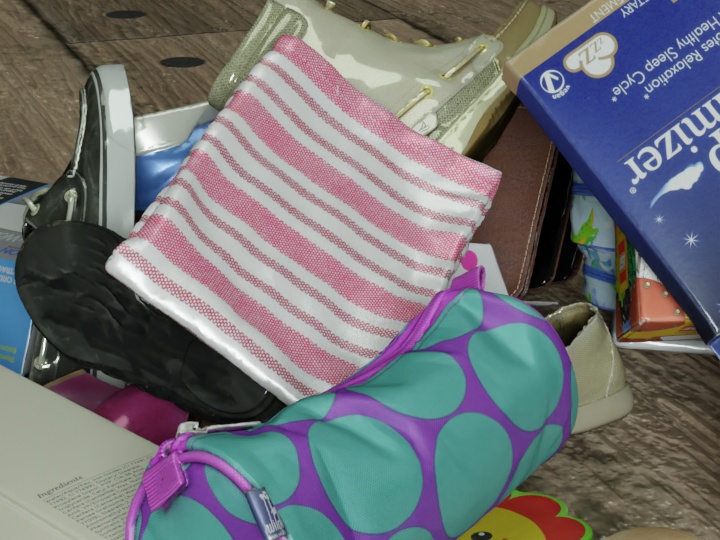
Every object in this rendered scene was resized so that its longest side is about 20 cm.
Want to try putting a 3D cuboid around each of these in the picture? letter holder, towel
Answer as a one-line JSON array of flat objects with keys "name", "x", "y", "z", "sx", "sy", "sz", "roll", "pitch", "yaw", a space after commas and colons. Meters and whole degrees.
[{"name": "letter holder", "x": 0.038, "y": -0.028, "z": 1.020, "sx": 0.198, "sy": 0.144, "sz": 0.101, "roll": 6, "pitch": -21, "yaw": 25}, {"name": "towel", "x": -0.020, "y": -0.024, "z": 0.761, "sx": 0.145, "sy": 0.030, "sz": 0.201, "roll": 33, "pitch": 45, "yaw": -3}]

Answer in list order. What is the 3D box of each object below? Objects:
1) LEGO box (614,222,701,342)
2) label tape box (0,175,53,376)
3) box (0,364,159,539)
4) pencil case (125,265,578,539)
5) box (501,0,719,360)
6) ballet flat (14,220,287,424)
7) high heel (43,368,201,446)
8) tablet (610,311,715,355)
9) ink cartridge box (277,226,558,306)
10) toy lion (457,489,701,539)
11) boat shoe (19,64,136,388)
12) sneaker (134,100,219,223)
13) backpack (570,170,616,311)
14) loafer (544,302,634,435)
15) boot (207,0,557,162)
[{"name": "LEGO box", "x": 0.231, "y": -0.044, "z": 0.813, "sx": 0.197, "sy": 0.151, "sz": 0.077, "roll": -2, "pitch": -9, "yaw": 0}, {"name": "label tape box", "x": -0.228, "y": 0.005, "z": 0.966, "sx": 0.143, "sy": 0.064, "sz": 0.200, "roll": 10, "pitch": 23, "yaw": 24}, {"name": "box", "x": -0.143, "y": 0.107, "z": 0.699, "sx": 0.199, "sy": 0.069, "sz": 0.082, "roll": 20, "pitch": 28, "yaw": 41}, {"name": "pencil case", "x": 0.003, "y": 0.074, "z": 0.626, "sx": 0.085, "sy": 0.093, "sz": 0.199, "roll": -24, "pitch": 1, "yaw": 43}, {"name": "box", "x": 0.175, "y": -0.054, "z": 0.756, "sx": 0.121, "sy": 0.201, "sz": 0.032, "roll": -35, "pitch": -10, "yaw": -7}, {"name": "ballet flat", "x": -0.103, "y": 0.031, "z": 0.784, "sx": 0.199, "sy": 0.067, "sz": 0.057, "roll": 28, "pitch": -3, "yaw": 33}, {"name": "high heel", "x": -0.074, "y": 0.061, "z": 0.829, "sx": 0.095, "sy": 0.068, "sz": 0.199, "roll": 24, "pitch": 28, "yaw": 33}, {"name": "tablet", "x": 0.258, "y": 0.030, "z": 0.985, "sx": 0.197, "sy": 0.014, "sz": 0.130, "roll": 5, "pitch": 21, "yaw": 9}, {"name": "ink cartridge box", "x": 0.000, "y": 0.000, "z": 0.843, "sx": 0.198, "sy": 0.038, "sz": 0.094, "roll": 7, "pitch": -6, "yaw": -28}, {"name": "toy lion", "x": 0.031, "y": 0.143, "z": 0.635, "sx": 0.190, "sy": 0.070, "sz": 0.199, "roll": 10, "pitch": 22, "yaw": 41}, {"name": "boat shoe", "x": -0.159, "y": -0.023, "z": 0.878, "sx": 0.063, "sy": 0.203, "sz": 0.071, "roll": 3, "pitch": -18, "yaw": -10}, {"name": "sneaker", "x": -0.054, "y": -0.060, "z": 0.978, "sx": 0.198, "sy": 0.113, "sz": 0.077, "roll": -17, "pitch": 6, "yaw": -13}, {"name": "backpack", "x": 0.206, "y": -0.035, "z": 0.948, "sx": 0.161, "sy": 0.156, "sz": 0.200, "roll": 12, "pitch": -7, "yaw": 28}, {"name": "loafer", "x": 0.065, "y": 0.060, "z": 0.795, "sx": 0.075, "sy": 0.069, "sz": 0.199, "roll": -9, "pitch": 2, "yaw": 41}, {"name": "boot", "x": 0.018, "y": -0.123, "z": 0.919, "sx": 0.154, "sy": 0.072, "sz": 0.200, "roll": 31, "pitch": 52, "yaw": 8}]
